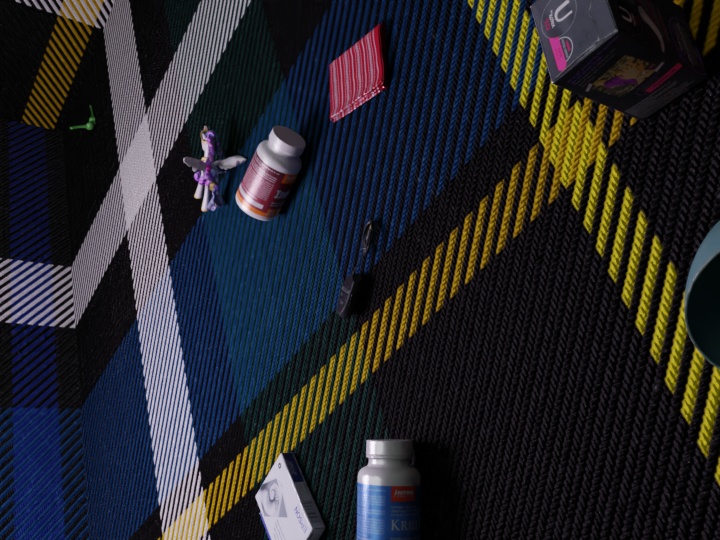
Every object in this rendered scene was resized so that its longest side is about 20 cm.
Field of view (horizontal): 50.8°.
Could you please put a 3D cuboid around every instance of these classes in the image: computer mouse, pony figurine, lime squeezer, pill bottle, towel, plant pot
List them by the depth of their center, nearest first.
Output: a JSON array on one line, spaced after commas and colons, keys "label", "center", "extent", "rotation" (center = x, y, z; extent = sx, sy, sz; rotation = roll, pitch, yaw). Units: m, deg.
[{"label": "plant pot", "center": [0.437, 0.000, 0.782], "extent": [0.200, 0.199, 0.136], "rotation": [-46, 11, 39]}, {"label": "pill bottle", "center": [0.048, 0.391, 1.283], "extent": [0.111, 0.111, 0.205], "rotation": [-13, 74, 52]}, {"label": "computer mouse", "center": [0.000, 0.000, 1.507], "extent": [0.059, 0.033, 0.204], "rotation": [-143, 71, -69]}, {"label": "towel", "center": [-0.008, -0.416, 1.606], "extent": [0.199, 0.022, 0.148], "rotation": [-21, 65, 51]}, {"label": "pill bottle", "center": [-0.206, -0.227, 1.765], "extent": [0.202, 0.111, 0.114], "rotation": [-59, 41, 29]}, {"label": "pony figurine", "center": [-0.405, -0.269, 2.045], "extent": [0.193, 0.163, 0.204], "rotation": [-131, 43, -56]}, {"label": "lime squeezer", "center": [-1.166, -0.637, 3.243], "extent": [0.202, 0.069, 0.038], "rotation": [-77, 5, -49]}]

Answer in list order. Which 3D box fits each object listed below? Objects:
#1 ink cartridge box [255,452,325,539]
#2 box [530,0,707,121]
[{"label": "ink cartridge box", "center": [-0.163, 0.530, 1.611], "extent": [0.202, 0.040, 0.201], "rotation": [-62, 40, 25]}, {"label": "box", "center": [0.326, -0.288, 0.958], "extent": [0.106, 0.197, 0.125], "rotation": [-34, 56, 45]}]
